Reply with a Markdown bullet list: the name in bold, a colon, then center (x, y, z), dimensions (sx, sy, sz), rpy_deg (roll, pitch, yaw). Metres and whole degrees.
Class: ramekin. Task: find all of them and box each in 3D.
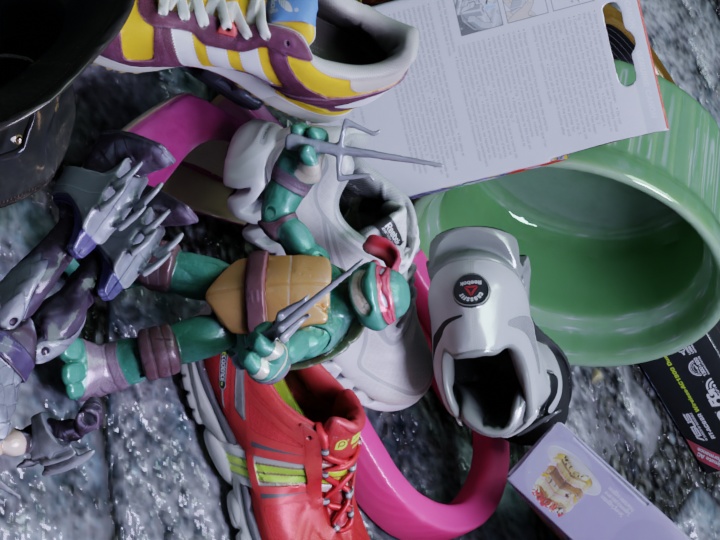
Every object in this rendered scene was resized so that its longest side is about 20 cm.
- **ramekin**: center (0.130, -0.039, 1.605), dimensions (0.200, 0.200, 0.098), rpy_deg (42, 46, -33)

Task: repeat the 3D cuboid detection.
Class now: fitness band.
- **fitness band**: center (0.018, 0.063, 1.549), dimensions (0.200, 0.037, 0.144), rpy_deg (59, 36, -10)

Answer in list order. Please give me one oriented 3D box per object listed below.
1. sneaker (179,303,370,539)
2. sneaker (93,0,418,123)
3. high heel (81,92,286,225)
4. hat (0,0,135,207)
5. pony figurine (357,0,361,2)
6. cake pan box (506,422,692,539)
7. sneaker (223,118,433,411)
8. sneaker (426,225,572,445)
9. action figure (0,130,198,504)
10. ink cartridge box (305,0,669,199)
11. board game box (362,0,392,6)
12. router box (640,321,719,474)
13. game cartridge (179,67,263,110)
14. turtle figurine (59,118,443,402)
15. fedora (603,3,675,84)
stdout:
- **sneaker**: center (-0.028, 0.104, 1.420), dimensions (0.077, 0.085, 0.201), rpy_deg (-34, 99, -54)
- **sneaker**: center (-0.066, -0.135, 1.361), dimensions (0.199, 0.090, 0.075), rpy_deg (13, 70, -28)
- **high heel**: center (-0.081, -0.043, 1.443), dimensions (0.096, 0.067, 0.200), rpy_deg (54, 21, 5)
- **hat**: center (-0.178, -0.077, 1.248), dimensions (0.081, 0.200, 0.201), rpy_deg (66, 31, -31)
- **pony figurine**: center (-0.063, -0.247, 1.531), dimensions (0.200, 0.166, 0.194), rpy_deg (23, 68, -33)
- **cake pan box**: center (0.182, 0.184, 1.548), dimensions (0.200, 0.052, 0.184), rpy_deg (43, -1, 17)
- **sneaker**: center (0.000, 0.000, 1.450), dimensions (0.200, 0.081, 0.075), rpy_deg (60, 35, -35)
- **sneaker**: center (0.074, 0.065, 1.491), dimensions (0.200, 0.074, 0.089), rpy_deg (62, 25, -55)
- **action figure**: center (-0.158, 0.027, 1.260), dimensions (0.200, 0.069, 0.130), rpy_deg (-54, 140, -20)
- **ink cartridge box**: center (0.068, -0.105, 1.484), dimensions (0.050, 0.199, 0.109), rpy_deg (-12, 89, -73)
- **board game box**: center (0.071, -0.111, 1.662), dimensions (0.200, 0.103, 0.019), rpy_deg (41, 72, -32)
- **router box**: center (0.258, 0.025, 1.871), dimensions (0.150, 0.062, 0.200), rpy_deg (58, 36, -15)
- **game cartridge**: center (-0.105, -0.193, 1.428), dimensions (0.200, 0.040, 0.134), rpy_deg (33, 80, -15)
- **turtle figurine**: center (-0.050, 0.010, 1.345), dimensions (0.101, 0.199, 0.150), rpy_deg (73, 12, -45)
- **fedora**: center (0.165, -0.084, 1.775), dimensions (0.201, 0.082, 0.201), rpy_deg (46, 28, -33)
